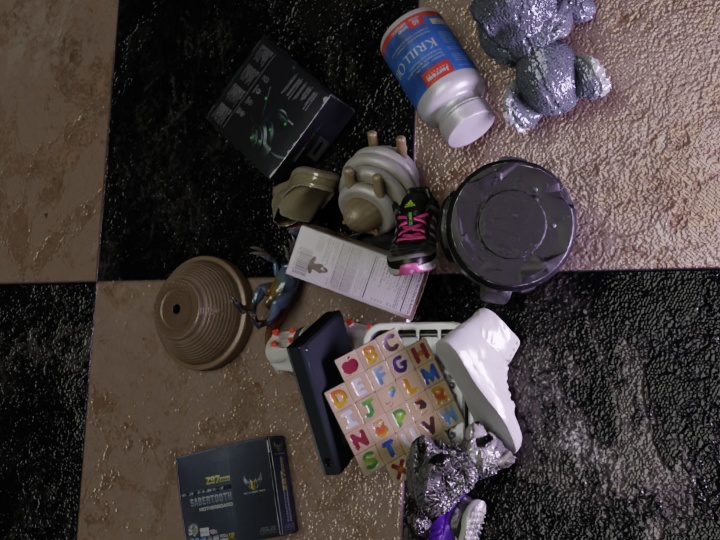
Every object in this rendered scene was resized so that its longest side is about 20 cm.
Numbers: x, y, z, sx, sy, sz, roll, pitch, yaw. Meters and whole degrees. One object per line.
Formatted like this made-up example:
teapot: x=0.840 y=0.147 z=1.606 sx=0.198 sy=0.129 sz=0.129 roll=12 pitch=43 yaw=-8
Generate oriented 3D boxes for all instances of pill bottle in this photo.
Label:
pill bottle: x=0.121 y=-0.292 z=1.278 sx=0.112 sy=0.112 sz=0.201 roll=-37 pitch=68 yaw=18

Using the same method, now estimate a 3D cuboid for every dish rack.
dish rack: x=0.089 y=0.180 z=1.252 sx=0.170 sy=0.044 sz=0.202 roll=-2 pitch=82 yaw=15

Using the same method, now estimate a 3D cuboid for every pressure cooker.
pressure cooker: x=0.201 y=-0.055 z=1.158 sx=0.176 sy=0.200 sz=0.179 roll=-39 pitch=86 yaw=5

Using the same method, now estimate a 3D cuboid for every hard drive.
hard drive: x=-0.041 y=0.177 z=1.235 sx=0.033 sy=0.140 sz=0.202 roll=-8 pitch=105 yaw=26

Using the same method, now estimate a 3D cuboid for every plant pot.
plant pot: x=-0.289 y=0.071 z=1.447 sx=0.199 sy=0.093 sz=0.203 roll=-4 pitch=82 yaw=26

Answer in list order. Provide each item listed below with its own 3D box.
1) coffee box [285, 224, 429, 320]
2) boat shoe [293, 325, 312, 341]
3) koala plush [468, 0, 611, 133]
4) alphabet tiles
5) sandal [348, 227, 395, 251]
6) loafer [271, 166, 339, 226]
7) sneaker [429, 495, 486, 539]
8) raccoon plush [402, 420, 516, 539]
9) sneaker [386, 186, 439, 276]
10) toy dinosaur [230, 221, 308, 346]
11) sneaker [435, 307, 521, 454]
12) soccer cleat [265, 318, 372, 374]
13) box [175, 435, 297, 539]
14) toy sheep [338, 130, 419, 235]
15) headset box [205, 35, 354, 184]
coffee box: x=0.000 y=0.000 z=1.257 sx=0.198 sy=0.114 sz=0.080 roll=20 pitch=96 yaw=4
boat shoe: x=-0.070 y=0.178 z=1.291 sx=0.067 sy=0.072 sz=0.202 roll=-3 pitch=116 yaw=32
koala plush: x=0.254 y=-0.310 z=1.193 sx=0.176 sy=0.183 sz=0.202 roll=-18 pitch=87 yaw=24
alphabet tiles: x=0.049 y=0.193 z=1.190 sx=0.165 sy=0.006 sz=0.201 roll=-27 pitch=94 yaw=-8
sandal: x=0.007 y=-0.034 z=1.334 sx=0.199 sy=0.048 sz=0.076 roll=-28 pitch=72 yaw=20
loafer: x=-0.089 y=-0.113 z=1.332 sx=0.200 sy=0.075 sz=0.069 roll=159 pitch=118 yaw=-66
sneaker: x=0.105 y=0.411 z=1.211 sx=0.099 sy=0.069 sz=0.202 roll=18 pitch=84 yaw=30
raccoon plush: x=0.133 y=0.307 z=1.170 sx=0.097 sy=0.133 sz=0.202 roll=-124 pitch=44 yaw=-66
sneaker: x=0.073 y=-0.060 z=1.171 sx=0.073 sy=0.200 sz=0.088 roll=-5 pitch=114 yaw=16
toy dinosaur: x=-0.129 y=0.012 z=1.398 sx=0.181 sy=0.201 sz=0.105 roll=-39 pitch=46 yaw=-21
sneaker: x=0.200 y=0.152 z=1.194 sx=0.073 sy=0.115 sz=0.201 roll=-9 pitch=113 yaw=57
soccer cleat: x=-0.054 y=0.127 z=1.340 sx=0.198 sy=0.078 sz=0.070 roll=-5 pitch=37 yaw=13
box: x=-0.208 y=0.369 z=1.384 sx=0.199 sy=0.051 sz=0.159 roll=-16 pitch=74 yaw=25
toy sheep: x=0.030 y=-0.133 z=1.285 sx=0.137 sy=0.139 sz=0.200 roll=14 pitch=50 yaw=28
headset box: x=-0.132 y=-0.261 z=1.413 sx=0.200 sy=0.093 sz=0.175 roll=43 pitch=102 yaw=25
